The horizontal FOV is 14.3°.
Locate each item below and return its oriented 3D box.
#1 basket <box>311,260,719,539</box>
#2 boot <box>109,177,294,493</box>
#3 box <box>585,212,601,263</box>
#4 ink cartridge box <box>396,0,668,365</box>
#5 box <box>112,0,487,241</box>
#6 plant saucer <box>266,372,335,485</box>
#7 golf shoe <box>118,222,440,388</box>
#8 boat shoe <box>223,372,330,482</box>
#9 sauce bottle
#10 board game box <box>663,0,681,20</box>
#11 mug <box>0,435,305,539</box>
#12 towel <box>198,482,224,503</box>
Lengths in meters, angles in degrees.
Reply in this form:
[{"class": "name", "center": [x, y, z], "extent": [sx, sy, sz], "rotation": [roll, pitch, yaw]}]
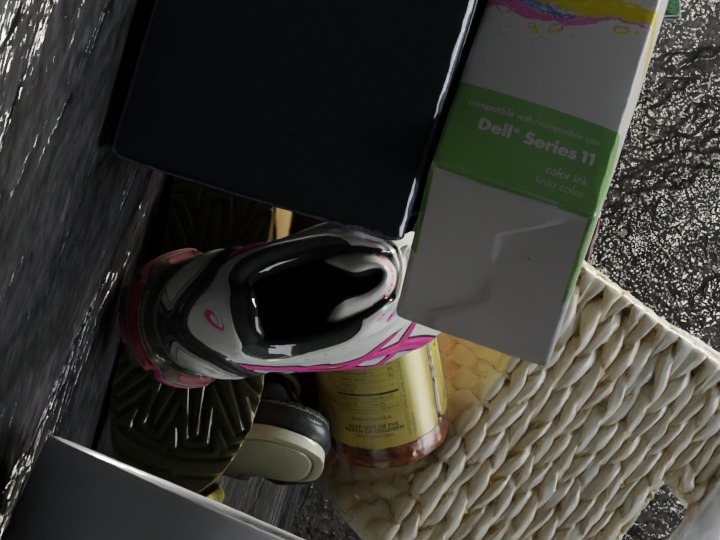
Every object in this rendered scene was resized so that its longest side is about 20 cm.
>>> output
[{"class": "basket", "center": [0.093, 0.094, 1.532], "extent": [0.198, 0.161, 0.200], "rotation": [-54, -160, 2]}, {"class": "boot", "center": [-0.066, 0.021, 1.384], "extent": [0.200, 0.066, 0.175], "rotation": [56, 50, -88]}, {"class": "box", "center": [0.024, 0.014, 1.721], "extent": [0.200, 0.166, 0.165], "rotation": [-158, -97, -77]}, {"class": "ink cartridge box", "center": [0.078, -0.079, 1.134], "extent": [0.117, 0.067, 0.200], "rotation": [101, 7, -58]}, {"class": "box", "center": [-0.006, -0.124, 1.143], "extent": [0.198, 0.123, 0.200], "rotation": [-30, 137, -87]}, {"class": "plant saucer", "center": [-0.032, 0.014, 1.535], "extent": [0.200, 0.032, 0.201], "rotation": [180, -90, -71]}, {"class": "golf shoe", "center": [-0.003, 0.011, 1.258], "extent": [0.092, 0.200, 0.073], "rotation": [-4, -81, 51]}, {"class": "boat shoe", "center": [-0.060, 0.070, 1.458], "extent": [0.068, 0.072, 0.200], "rotation": [-70, -165, -8]}, {"class": "sauce bottle", "center": [0.000, 0.000, 1.384], "extent": [0.066, 0.066, 0.200], "rotation": [-70, 155, -58]}, {"class": "board game box", "center": [0.053, -0.160, 1.295], "extent": [0.023, 0.200, 0.105], "rotation": [-170, -103, -67]}, {"class": "mug", "center": [-0.094, 0.162, 1.022], "extent": [0.200, 0.147, 0.176], "rotation": [29, 82, -56]}, {"class": "towel", "center": [-0.105, 0.130, 1.297], "extent": [0.086, 0.018, 0.200], "rotation": [-42, 177, 1]}]
